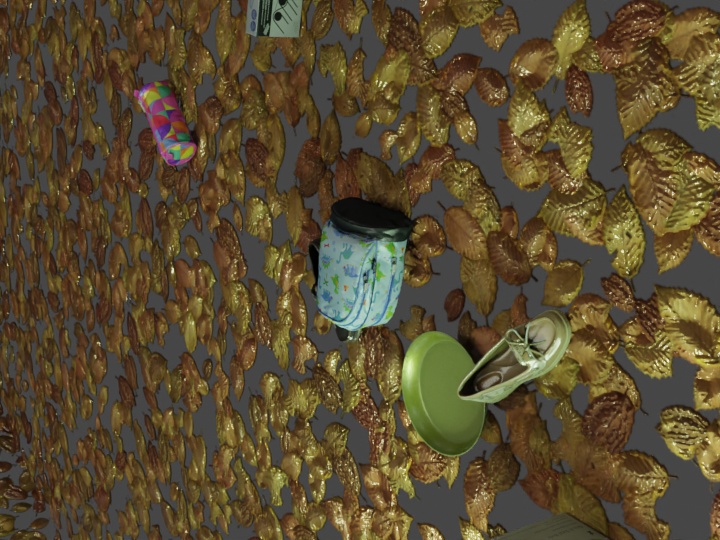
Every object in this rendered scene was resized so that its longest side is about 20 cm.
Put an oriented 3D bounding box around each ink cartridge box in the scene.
[{"bbox_3d":[-0.150,-0.525,1.771,0.044,0.094,0.201,31,121,47],"label":"ink cartridge box"}]

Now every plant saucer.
[{"bbox_3d":[0.139,0.194,1.566,0.200,0.031,0.201,14,107,53],"label":"plant saucer"}]

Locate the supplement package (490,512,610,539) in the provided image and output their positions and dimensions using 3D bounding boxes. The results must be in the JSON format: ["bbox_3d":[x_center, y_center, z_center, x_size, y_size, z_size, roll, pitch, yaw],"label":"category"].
[{"bbox_3d":[0.287,0.448,1.307,0.200,0.151,0.151,23,114,50],"label":"supplement package"}]

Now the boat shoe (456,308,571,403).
[{"bbox_3d":[0.219,0.129,1.399,0.200,0.063,0.073,-50,57,33],"label":"boat shoe"}]

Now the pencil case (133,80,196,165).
[{"bbox_3d":[-0.440,-0.334,2.221,0.200,0.088,0.088,62,140,25],"label":"pencil case"}]

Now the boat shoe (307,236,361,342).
[{"bbox_3d":[-0.054,0.035,1.765,0.074,0.073,0.201,-28,74,53],"label":"boat shoe"}]

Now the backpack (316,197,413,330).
[{"bbox_3d":[0.000,0.000,1.646,0.163,0.153,0.201,27,131,41],"label":"backpack"}]
